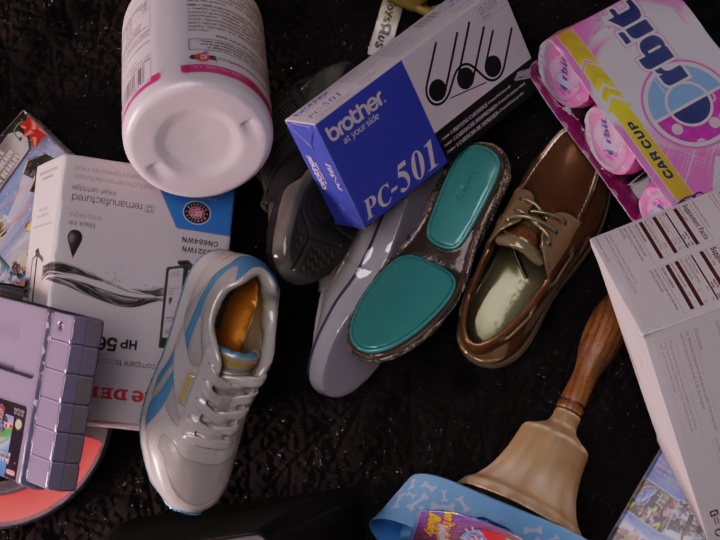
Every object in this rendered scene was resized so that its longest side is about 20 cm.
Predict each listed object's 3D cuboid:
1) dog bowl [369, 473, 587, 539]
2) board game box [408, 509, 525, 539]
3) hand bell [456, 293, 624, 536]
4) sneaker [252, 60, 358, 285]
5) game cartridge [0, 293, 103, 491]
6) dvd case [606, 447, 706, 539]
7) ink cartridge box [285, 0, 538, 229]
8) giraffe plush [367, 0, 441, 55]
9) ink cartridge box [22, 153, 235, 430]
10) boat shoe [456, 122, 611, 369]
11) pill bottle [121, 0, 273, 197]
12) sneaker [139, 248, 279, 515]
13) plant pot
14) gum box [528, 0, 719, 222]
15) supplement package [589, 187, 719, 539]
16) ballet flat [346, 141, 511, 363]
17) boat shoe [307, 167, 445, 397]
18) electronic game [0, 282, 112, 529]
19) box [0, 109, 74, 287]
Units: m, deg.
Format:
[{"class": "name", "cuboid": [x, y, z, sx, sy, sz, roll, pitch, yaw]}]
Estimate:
[{"class": "dog bowl", "cuboid": [0.104, 0.210, 1.370, 0.199, 0.112, 0.050, 20, 66, 24]}, {"class": "board game box", "cuboid": [0.091, 0.253, 1.329, 0.158, 0.200, 0.039, 29, 55, 12]}, {"class": "hand bell", "cuboid": [0.162, 0.099, 1.404, 0.104, 0.104, 0.201, 24, 74, 15]}, {"class": "sneaker", "cuboid": [-0.058, -0.067, 1.448, 0.114, 0.076, 0.200, -15, 51, 33]}, {"class": "game cartridge", "cuboid": [-0.260, 0.086, 1.375, 0.200, 0.038, 0.130, 9, 85, 53]}, {"class": "dvd case", "cuboid": [0.248, 0.233, 1.385, 0.142, 0.018, 0.201, 30, 88, 15]}, {"class": "ink cartridge box", "cuboid": [0.044, -0.127, 1.406, 0.200, 0.044, 0.094, -38, 118, -24]}, {"class": "giraffe plush", "cuboid": [0.012, -0.283, 1.441, 0.172, 0.162, 0.201, -2, 81, 12]}, {"class": "ink cartridge box", "cuboid": [-0.184, 0.022, 1.445, 0.145, 0.084, 0.201, 7, 83, -24]}, {"class": "boat shoe", "cuboid": [0.134, -0.018, 1.420, 0.075, 0.074, 0.201, 24, 87, 15]}, {"class": "pill bottle", "cuboid": [-0.128, -0.161, 1.440, 0.113, 0.114, 0.201, -18, 43, 9]}, {"class": "sneaker", "cuboid": [-0.111, 0.085, 1.383, 0.076, 0.081, 0.201, 10, 91, -26]}, {"class": "plant pot", "cuboid": [-0.103, 0.272, 1.377, 0.198, 0.177, 0.201, -9, 81, 12]}, {"class": "gum box", "cuboid": [0.228, -0.115, 1.397, 0.113, 0.066, 0.200, -28, 75, -20]}, {"class": "supplement package", "cuboid": [0.292, 0.049, 1.287, 0.199, 0.147, 0.192, -21, 119, 3]}, {"class": "ballet flat", "cuboid": [0.060, -0.004, 1.426, 0.068, 0.075, 0.201, 26, 76, 21]}, {"class": "boat shoe", "cuboid": [0.000, 0.000, 1.458, 0.070, 0.071, 0.201, 23, 90, 40]}, {"class": "electronic game", "cuboid": [-0.297, 0.109, 1.484, 0.199, 0.042, 0.201, -1, 97, -5]}, {"class": "box", "cuboid": [-0.294, -0.013, 1.533, 0.137, 0.040, 0.200, 44, 93, 14]}]
